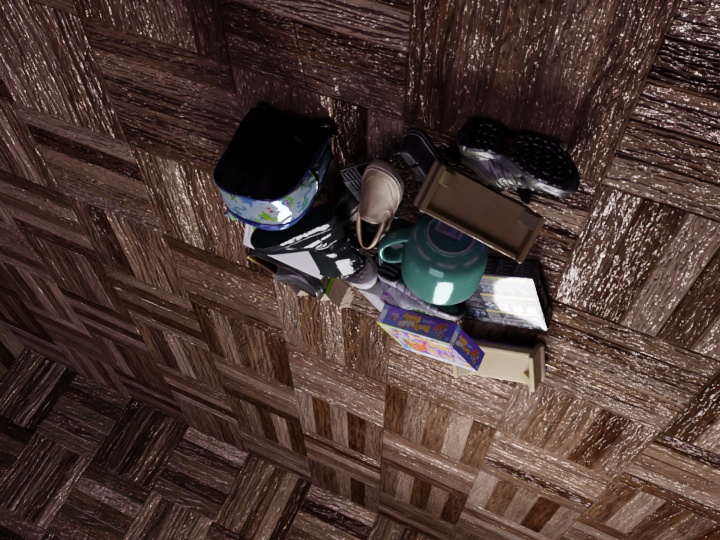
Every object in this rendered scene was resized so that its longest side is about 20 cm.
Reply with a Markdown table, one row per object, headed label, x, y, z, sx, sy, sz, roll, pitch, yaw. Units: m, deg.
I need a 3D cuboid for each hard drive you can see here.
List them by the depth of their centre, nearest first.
| label | x | y | z | sx | sy | sz | roll | pitch | yaw |
| --- | --- | --- | --- | --- | --- | --- | --- | --- | --- |
| hard drive | -0.160 | -0.074 | 1.518 | 0.197 | 0.026 | 0.133 | 23 | 130 | 8 |

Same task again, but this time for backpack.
| label | x | y | z | sx | sy | sz | roll | pitch | yaw |
| --- | --- | --- | --- | --- | --- | --- | --- | --- | --- |
| backpack | -0.154 | -0.169 | 1.238 | 0.180 | 0.202 | 0.148 | 17 | 148 | 17 |

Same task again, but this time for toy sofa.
| label | x | y | z | sx | sy | sz | roll | pitch | yaw |
| --- | --- | --- | --- | --- | --- | --- | --- | --- | --- |
| toy sofa | 0.190 | -0.097 | 1.122 | 0.198 | 0.084 | 0.098 | 26 | -168 | -7 |
| toy sofa | 0.305 | 0.191 | 1.516 | 0.197 | 0.097 | 0.084 | 5 | 115 | 34 |

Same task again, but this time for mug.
| label | x | y | z | sx | sy | sz | roll | pitch | yaw |
| --- | --- | --- | --- | --- | --- | --- | --- | --- | --- |
| mug | 0.138 | -0.028 | 1.231 | 0.115 | 0.182 | 0.154 | 97 | 153 | -56 |

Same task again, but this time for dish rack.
| label | x | y | z | sx | sy | sz | roll | pitch | yaw |
| --- | --- | --- | --- | --- | --- | --- | --- | --- | --- |
| dish rack | 0.064 | -0.156 | 1.226 | 0.198 | 0.055 | 0.154 | -8 | 132 | 48 |

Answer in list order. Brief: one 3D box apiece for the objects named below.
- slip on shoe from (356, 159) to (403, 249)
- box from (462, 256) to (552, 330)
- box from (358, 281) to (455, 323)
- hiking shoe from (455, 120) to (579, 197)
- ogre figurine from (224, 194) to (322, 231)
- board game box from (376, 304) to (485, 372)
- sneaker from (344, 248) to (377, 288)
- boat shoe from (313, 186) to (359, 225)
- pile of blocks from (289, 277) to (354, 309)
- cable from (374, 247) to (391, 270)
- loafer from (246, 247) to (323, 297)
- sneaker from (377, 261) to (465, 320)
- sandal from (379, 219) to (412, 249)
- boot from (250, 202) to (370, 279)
| label | x | y | z | sx | sy | sz | roll | pitch | yaw |
| --- | --- | --- | --- | --- | --- | --- | --- | --- | --- |
| slip on shoe | 0.025 | -0.111 | 1.213 | 0.075 | 0.061 | 0.201 | 27 | 151 | 6 |
| box | 0.264 | 0.043 | 1.357 | 0.197 | 0.050 | 0.162 | 6 | 144 | 33 |
| box | 0.106 | 0.085 | 1.504 | 0.198 | 0.037 | 0.144 | 18 | 160 | 42 |
| hiking shoe | 0.241 | -0.161 | 1.070 | 0.198 | 0.076 | 0.101 | 28 | 162 | 16 |
| ogre figurine | -0.186 | -0.138 | 1.389 | 0.197 | 0.121 | 0.099 | 25 | 149 | 4 |
| board game box | 0.146 | 0.141 | 1.454 | 0.198 | 0.045 | 0.134 | 13 | 157 | 44 |
| sneaker | 0.000 | 0.000 | 1.440 | 0.080 | 0.076 | 0.200 | 45 | 179 | -24 |
| boat shoe | -0.061 | -0.115 | 1.377 | 0.063 | 0.073 | 0.199 | 48 | 140 | -17 |
| pile of blocks | -0.082 | 0.031 | 1.627 | 0.198 | 0.084 | 0.062 | 14 | -169 | 40 |
| cable | 0.112 | 0.022 | 1.447 | 0.161 | 0.051 | 0.201 | 8 | 144 | 31 |
| loafer | -0.173 | 0.003 | 1.589 | 0.199 | 0.072 | 0.073 | 36 | 146 | 15 |
| sneaker | 0.122 | 0.053 | 1.373 | 0.198 | 0.074 | 0.088 | 31 | 147 | 27 |
| sandal | 0.102 | -0.049 | 1.338 | 0.198 | 0.076 | 0.043 | 33 | 149 | 15 |
| boot | -0.092 | -0.042 | 1.332 | 0.195 | 0.074 | 0.163 | -17 | 141 | 15 |
